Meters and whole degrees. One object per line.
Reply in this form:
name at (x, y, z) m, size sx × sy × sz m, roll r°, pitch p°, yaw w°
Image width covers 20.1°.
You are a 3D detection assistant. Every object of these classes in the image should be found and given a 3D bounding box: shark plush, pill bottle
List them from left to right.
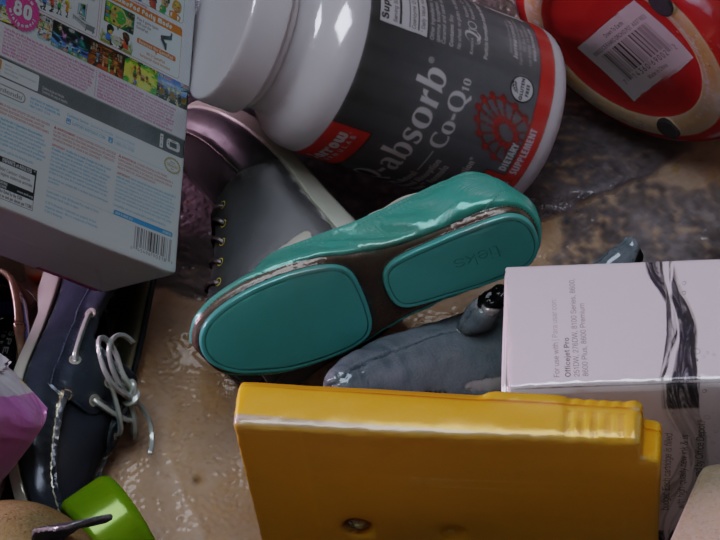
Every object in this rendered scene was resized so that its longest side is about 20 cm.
pill bottle at (0.008, -0.114, 1.169) m, size 0.199 × 0.116 × 0.116 m, roll 16°, pitch 47°, yaw -24°
shark plush at (0.074, 0.043, 1.113) m, size 0.199 × 0.083 × 0.091 m, roll -18°, pitch 52°, yaw -7°

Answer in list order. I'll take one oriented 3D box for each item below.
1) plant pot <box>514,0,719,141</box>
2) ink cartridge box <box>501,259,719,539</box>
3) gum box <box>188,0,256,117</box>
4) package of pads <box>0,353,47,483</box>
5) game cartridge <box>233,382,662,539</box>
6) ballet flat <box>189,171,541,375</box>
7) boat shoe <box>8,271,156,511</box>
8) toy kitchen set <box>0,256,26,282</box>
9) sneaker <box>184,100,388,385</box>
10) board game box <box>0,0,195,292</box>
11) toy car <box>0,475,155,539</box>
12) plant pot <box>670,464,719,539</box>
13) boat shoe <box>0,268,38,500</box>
plant pot at (0.198, -0.195, 1.213) m, size 0.200 × 0.201 × 0.183 m, roll 28°, pitch 63°, yaw 25°
ink cartridge box at (0.173, 0.068, 1.042) m, size 0.199 × 0.145 × 0.084 m, roll -2°, pitch 50°, yaw 5°
gum box at (-0.046, -0.151, 1.258) m, size 0.199 × 0.114 × 0.066 m, roll -11°, pitch 52°, yaw -2°
package of pads at (-0.254, 0.122, 1.015) m, size 0.076 × 0.120 × 0.200 m, roll 40°, pitch 97°, yaw 19°
game cartridge at (0.047, 0.116, 1.000) m, size 0.199 × 0.177 × 0.033 m, roll 1°, pitch 52°, yaw 7°
ballet flat at (0.000, 0.000, 1.106) m, size 0.199 × 0.068 × 0.070 m, roll -20°, pitch 30°, yaw -3°
boat shoe at (-0.149, 0.061, 1.135) m, size 0.062 × 0.075 × 0.200 m, roll -9°, pitch 42°, yaw 14°
toy kitchen set at (-0.327, -0.072, 1.190) m, size 0.199 × 0.181 × 0.163 m, roll -19°, pitch 51°, yaw -7°
sneaker at (-0.073, -0.017, 1.182) m, size 0.106 × 0.075 × 0.200 m, roll -35°, pitch 58°, yaw -19°
board game box at (-0.165, -0.106, 1.101) m, size 0.064 × 0.147 × 0.201 m, roll -12°, pitch 65°, yaw 38°
toy car at (-0.154, 0.170, 0.952) m, size 0.164 × 0.200 × 0.158 m, roll -33°, pitch 73°, yaw -17°
plant pot at (0.218, 0.197, 0.914) m, size 0.176 × 0.200 × 0.200 m, roll 13°, pitch 54°, yaw 24°
boat shoe at (-0.220, 0.087, 1.119) m, size 0.072 × 0.073 × 0.201 m, roll -1°, pitch 52°, yaw 6°
